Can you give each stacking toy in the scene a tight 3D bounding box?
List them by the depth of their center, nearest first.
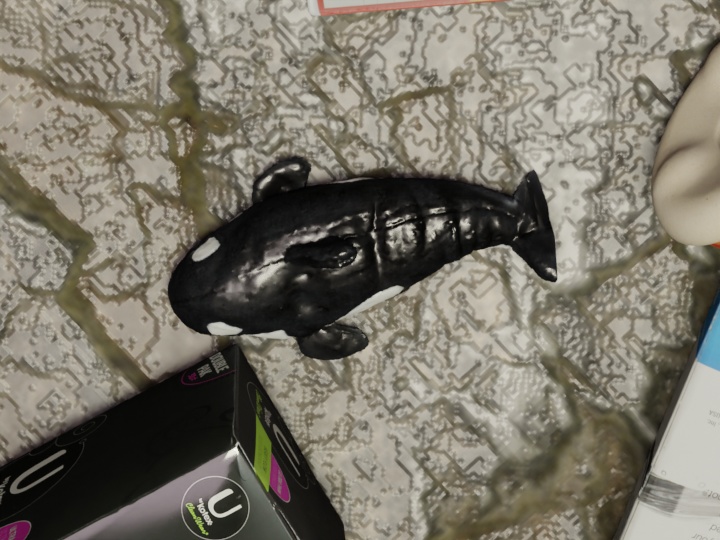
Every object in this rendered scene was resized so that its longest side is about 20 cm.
[{"bbox_3d":[0.258,-0.033,1.390,0.200,0.146,0.146,34,99,-20],"label":"stacking toy"}]

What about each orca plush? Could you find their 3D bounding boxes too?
[{"bbox_3d":[0.000,0.000,1.415,0.200,0.071,0.105,2,100,1],"label":"orca plush"}]

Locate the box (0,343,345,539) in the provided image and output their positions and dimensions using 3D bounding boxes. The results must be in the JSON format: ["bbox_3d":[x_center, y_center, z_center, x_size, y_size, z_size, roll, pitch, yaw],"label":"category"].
[{"bbox_3d":[-0.118,0.152,1.401,0.200,0.149,0.124,-27,108,7],"label":"box"}]

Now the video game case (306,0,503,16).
[{"bbox_3d":[0.063,-0.202,1.377,0.200,0.017,0.143,-3,111,11],"label":"video game case"}]

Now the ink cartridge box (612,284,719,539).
[{"bbox_3d":[0.217,0.111,1.412,0.145,0.084,0.200,22,105,3],"label":"ink cartridge box"}]
